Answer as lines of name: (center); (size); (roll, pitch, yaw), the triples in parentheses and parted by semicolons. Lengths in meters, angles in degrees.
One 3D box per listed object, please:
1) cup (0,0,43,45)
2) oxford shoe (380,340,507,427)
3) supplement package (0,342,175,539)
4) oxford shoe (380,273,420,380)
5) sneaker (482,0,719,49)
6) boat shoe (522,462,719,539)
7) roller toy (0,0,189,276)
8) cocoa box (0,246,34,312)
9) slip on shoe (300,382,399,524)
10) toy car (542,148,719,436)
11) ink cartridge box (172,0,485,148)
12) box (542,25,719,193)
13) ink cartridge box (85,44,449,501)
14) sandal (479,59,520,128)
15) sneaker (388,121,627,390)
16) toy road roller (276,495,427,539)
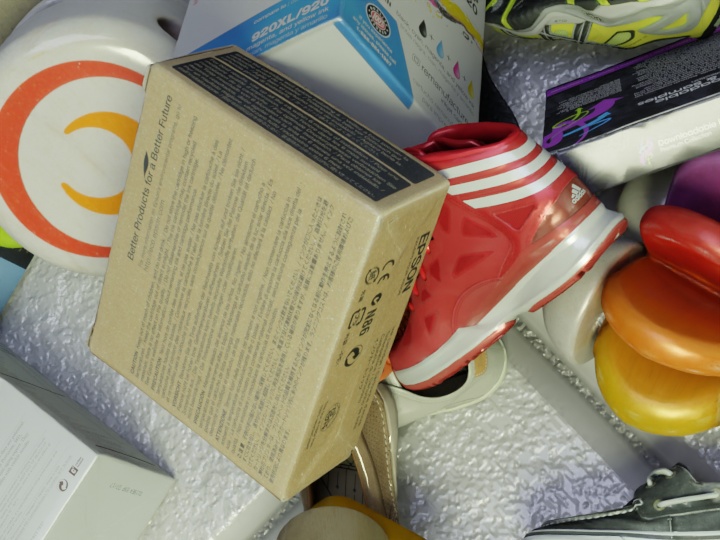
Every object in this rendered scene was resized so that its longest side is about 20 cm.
cup: (-0.241, -0.222, 1.036); (0.143, 0.200, 0.201); (40, 91, -2)
oxford shoe: (0.001, 0.083, 0.908); (0.199, 0.058, 0.076); (-22, 69, 15)
supplement package: (-0.252, 0.131, 0.959); (0.199, 0.114, 0.110); (32, 86, 27)
oxford shoe: (0.000, 0.000, 0.907); (0.073, 0.071, 0.201); (-25, 35, 32)
sneaker: (0.151, -0.175, 0.904); (0.199, 0.076, 0.076); (18, 77, 55)
boat shoe: (0.193, 0.152, 0.814); (0.198, 0.072, 0.071); (-4, 65, 9)
roller toy: (-0.170, -0.102, 0.947); (0.198, 0.140, 0.184); (9, 115, -6)
cocoa box: (-0.350, -0.009, 1.028); (0.133, 0.131, 0.201); (27, 85, 27)
slip on shoe: (-0.006, 0.169, 0.855); (0.075, 0.060, 0.202); (2, 95, 25)
toy car: (0.211, -0.005, 0.784); (0.174, 0.151, 0.200); (29, 60, 27)
ink cartridge box: (-0.016, -0.151, 0.880); (0.144, 0.147, 0.201); (-22, 42, 30)
box: (0.182, -0.102, 0.826); (0.142, 0.200, 0.036); (-20, 103, 15)
ink cartridge box: (-0.058, 0.000, 0.765); (0.164, 0.075, 0.201); (35, 126, 23)
sandal: (0.072, -0.104, 0.950); (0.075, 0.045, 0.201); (-17, 54, 11)
sneaker: (0.055, -0.017, 0.782); (0.116, 0.078, 0.200); (49, 134, 1)
toy road roller: (0.013, 0.245, 0.789); (0.199, 0.123, 0.146); (33, 113, -15)
